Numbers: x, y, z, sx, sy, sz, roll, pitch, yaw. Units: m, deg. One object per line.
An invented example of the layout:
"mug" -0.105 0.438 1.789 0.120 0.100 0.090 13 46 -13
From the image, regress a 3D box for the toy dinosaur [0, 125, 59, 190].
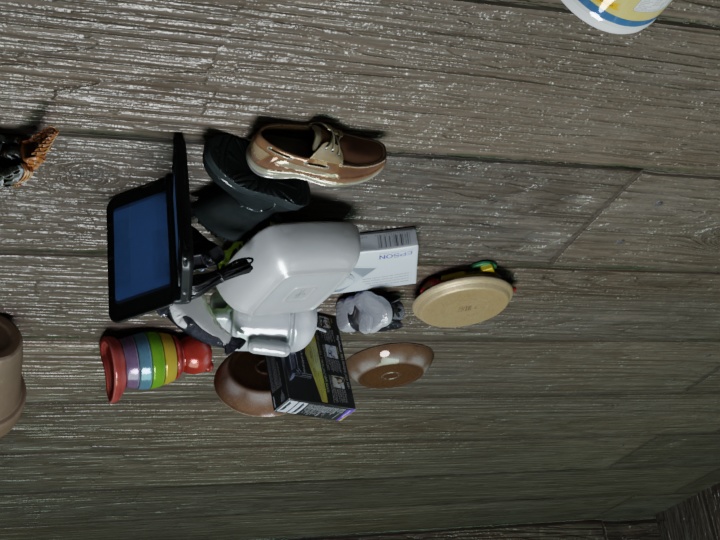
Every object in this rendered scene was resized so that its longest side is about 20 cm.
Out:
"toy dinosaur" -0.469 -0.148 1.374 0.200 0.103 0.135 -43 157 22

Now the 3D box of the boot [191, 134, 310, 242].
"boot" -0.186 -0.111 1.527 0.161 0.074 0.197 -21 148 40

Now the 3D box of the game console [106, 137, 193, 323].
"game console" -0.292 -0.055 1.451 0.115 0.202 0.176 -3 154 -12

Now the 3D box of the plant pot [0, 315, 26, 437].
"plant pot" -0.664 0.168 1.843 0.198 0.201 0.175 9 130 -31

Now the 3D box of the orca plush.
"orca plush" -0.275 0.069 1.746 0.199 0.106 0.071 33 146 0

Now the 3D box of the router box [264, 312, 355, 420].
"router box" -0.100 0.168 1.955 0.156 0.202 0.052 15 139 -38

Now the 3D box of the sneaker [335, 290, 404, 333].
"sneaker" 0.038 0.073 1.920 0.112 0.077 0.200 -4 178 -25

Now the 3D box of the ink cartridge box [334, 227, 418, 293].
"ink cartridge box" 0.000 0.000 1.829 0.197 0.041 0.201 -7 154 -2

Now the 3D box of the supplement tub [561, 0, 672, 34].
"supplement tub" 0.296 -0.356 1.083 0.143 0.146 0.200 4 151 -23

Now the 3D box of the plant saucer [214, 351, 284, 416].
"plant saucer" -0.178 0.194 2.006 0.197 0.201 0.037 -3 126 -9

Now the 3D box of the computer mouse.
"computer mouse" -0.264 -0.008 1.559 0.140 0.199 0.047 -26 130 -41

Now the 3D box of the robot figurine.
"robot figurine" -0.159 0.082 1.812 0.197 0.171 0.114 2 134 -12

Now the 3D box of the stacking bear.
"stacking bear" -0.375 0.166 1.988 0.198 0.123 0.114 -6 163 -25

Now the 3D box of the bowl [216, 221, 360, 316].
"bowl" -0.104 0.005 1.649 0.198 0.075 0.200 -3 151 -40

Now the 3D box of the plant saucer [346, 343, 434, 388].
"plant saucer" 0.063 0.212 2.279 0.197 0.037 0.201 -6 154 -3

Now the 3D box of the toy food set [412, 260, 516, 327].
"toy food set" 0.192 0.051 1.979 0.195 0.049 0.200 -14 153 10

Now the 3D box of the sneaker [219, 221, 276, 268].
"sneaker" -0.177 -0.015 1.710 0.083 0.075 0.200 11 148 -26

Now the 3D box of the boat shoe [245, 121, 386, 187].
"boat shoe" -0.055 -0.163 1.452 0.197 0.077 0.072 -2 151 -16
